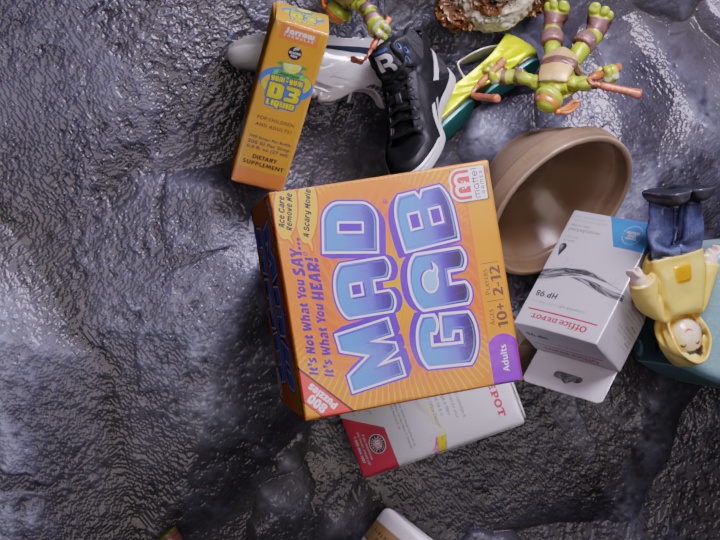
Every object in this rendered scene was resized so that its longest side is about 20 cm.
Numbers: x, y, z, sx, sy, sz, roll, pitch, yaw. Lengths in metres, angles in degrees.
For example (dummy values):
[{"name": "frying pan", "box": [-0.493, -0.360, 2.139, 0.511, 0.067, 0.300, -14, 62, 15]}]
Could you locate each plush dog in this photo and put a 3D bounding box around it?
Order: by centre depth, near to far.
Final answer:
[{"name": "plush dog", "box": [0.148, -0.365, 1.391, 0.200, 0.160, 0.172, -16, 112, -15]}]

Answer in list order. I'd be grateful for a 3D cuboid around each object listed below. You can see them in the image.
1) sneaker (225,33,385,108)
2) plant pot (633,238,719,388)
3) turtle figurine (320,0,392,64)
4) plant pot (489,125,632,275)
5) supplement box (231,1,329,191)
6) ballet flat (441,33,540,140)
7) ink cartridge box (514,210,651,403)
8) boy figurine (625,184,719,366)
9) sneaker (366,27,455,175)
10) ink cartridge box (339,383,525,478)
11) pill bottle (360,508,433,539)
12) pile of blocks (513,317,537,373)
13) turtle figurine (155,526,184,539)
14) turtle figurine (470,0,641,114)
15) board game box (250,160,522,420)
[{"name": "sneaker", "box": [-0.058, -0.234, 1.373, 0.200, 0.076, 0.081, 2, 99, -9]}, {"name": "plant pot", "box": [0.436, 0.051, 1.391, 0.200, 0.196, 0.196, 1, 90, -15]}, {"name": "turtle figurine", "box": [0.004, -0.334, 1.308, 0.064, 0.200, 0.161, 24, 121, -33]}, {"name": "plant pot", "box": [0.212, -0.099, 1.388, 0.201, 0.201, 0.093, -31, 53, -9]}, {"name": "supplement box", "box": [-0.092, -0.193, 1.324, 0.066, 0.069, 0.200, 13, 115, -9]}, {"name": "ballet flat", "box": [0.125, -0.217, 1.416, 0.200, 0.067, 0.067, -38, 75, -11]}, {"name": "ink cartridge box", "box": [0.257, 0.038, 1.326, 0.067, 0.116, 0.200, 46, 67, -42]}, {"name": "boy figurine", "box": [0.338, 0.009, 1.268, 0.124, 0.064, 0.200, -7, 100, -26]}, {"name": "sneaker", "box": [0.041, -0.191, 1.306, 0.112, 0.073, 0.200, 48, 37, -30]}, {"name": "ink cartridge box", "box": [0.074, 0.134, 1.361, 0.200, 0.086, 0.148, -19, 93, 6]}, {"name": "pill bottle", "box": [0.015, 0.386, 1.359, 0.114, 0.114, 0.200, 38, 83, -8]}, {"name": "pile of blocks", "box": [0.247, 0.070, 1.441, 0.200, 0.082, 0.062, -12, 49, -19]}, {"name": "turtle figurine", "box": [-0.195, 0.385, 1.339, 0.200, 0.064, 0.161, -43, 95, -9]}, {"name": "turtle figurine", "box": [0.237, -0.232, 1.335, 0.064, 0.200, 0.161, 57, 47, -44]}, {"name": "board game box", "box": [0.016, 0.018, 1.115, 0.200, 0.200, 0.200, -9, 91, -10]}]
